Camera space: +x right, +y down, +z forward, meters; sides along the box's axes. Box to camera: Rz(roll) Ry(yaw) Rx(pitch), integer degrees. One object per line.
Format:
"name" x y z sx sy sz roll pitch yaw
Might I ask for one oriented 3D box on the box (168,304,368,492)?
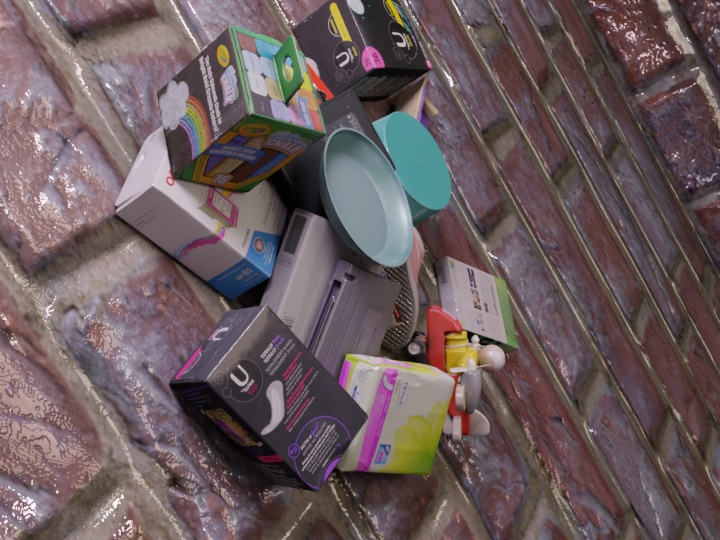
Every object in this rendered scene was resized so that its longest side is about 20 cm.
"box" -0.108 0.155 1.058 0.200 0.106 0.122 50 59 -21

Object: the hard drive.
"hard drive" -0.047 -0.159 1.239 0.200 0.033 0.140 -37 102 -41

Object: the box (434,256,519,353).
"box" 0.219 0.067 1.639 0.199 0.036 0.146 20 54 -44

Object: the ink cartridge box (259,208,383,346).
"ink cartridge box" -0.054 0.035 1.195 0.173 0.043 0.202 19 91 -52

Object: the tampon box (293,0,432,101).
"tampon box" 0.007 -0.397 1.572 0.199 0.126 0.151 -19 83 -55

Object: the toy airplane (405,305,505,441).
"toy airplane" 0.170 0.172 1.411 0.200 0.140 0.201 57 16 -46

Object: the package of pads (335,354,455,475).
"package of pads" 0.041 0.201 1.231 0.199 0.068 0.156 18 89 -48

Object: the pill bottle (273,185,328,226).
"pill bottle" -0.061 -0.095 1.305 0.110 0.110 0.202 -11 78 -55

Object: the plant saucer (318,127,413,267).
"plant saucer" 0.002 -0.094 1.189 0.200 0.036 0.201 35 44 -42

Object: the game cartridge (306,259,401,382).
"game cartridge" -0.020 0.096 1.203 0.129 0.038 0.202 22 89 -55

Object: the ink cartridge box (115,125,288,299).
"ink cartridge box" -0.199 -0.083 1.137 0.200 0.084 0.145 39 41 -30

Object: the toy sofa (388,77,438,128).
"toy sofa" 0.100 -0.259 1.635 0.083 0.097 0.201 42 39 -28

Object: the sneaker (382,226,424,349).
"sneaker" 0.066 0.018 1.400 0.105 0.075 0.202 -26 114 -68

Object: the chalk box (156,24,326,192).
"chalk box" -0.130 -0.199 1.052 0.123 0.199 0.126 8 62 -49

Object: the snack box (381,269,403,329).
"snack box" 0.000 0.000 1.358 0.024 0.072 0.202 -7 75 -56

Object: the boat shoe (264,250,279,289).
"boat shoe" -0.061 0.053 1.258 0.200 0.072 0.068 42 70 -30

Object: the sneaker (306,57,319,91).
"sneaker" -0.103 -0.259 1.404 0.087 0.074 0.201 6 55 -42

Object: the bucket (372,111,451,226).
"bucket" 0.048 -0.156 1.466 0.207 0.134 0.209 31 47 -40

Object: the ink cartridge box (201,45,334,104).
"ink cartridge box" -0.117 -0.270 1.300 0.199 0.050 0.163 -15 57 -34
